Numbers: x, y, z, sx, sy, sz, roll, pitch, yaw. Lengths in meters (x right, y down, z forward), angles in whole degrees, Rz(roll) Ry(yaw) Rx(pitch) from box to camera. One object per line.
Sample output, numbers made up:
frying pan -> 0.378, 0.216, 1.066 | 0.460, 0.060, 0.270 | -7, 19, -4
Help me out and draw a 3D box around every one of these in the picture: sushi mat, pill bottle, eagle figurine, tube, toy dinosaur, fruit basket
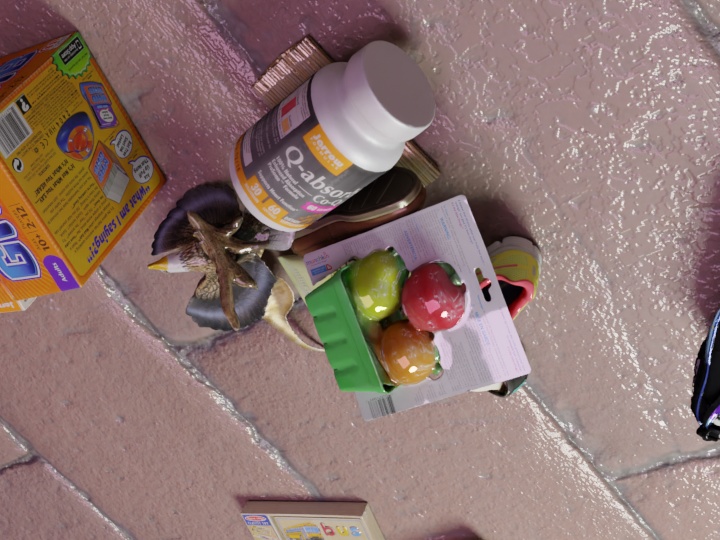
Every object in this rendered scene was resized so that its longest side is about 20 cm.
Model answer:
sushi mat -> -0.016, -0.146, 1.227 | 0.200, 0.012, 0.096 | 44, 133, -13
pill bottle -> -0.028, -0.129, 1.158 | 0.116, 0.117, 0.200 | 45, 131, -15
eagle figurine -> -0.159, -0.017, 1.293 | 0.150, 0.153, 0.200 | 20, 173, -5
tube -> 0.000, 0.000, 1.317 | 0.199, 0.052, 0.059 | -11, 77, 37
toy dinosaur -> -0.117, 0.038, 1.394 | 0.100, 0.058, 0.201 | -6, 124, 27
fruit basket -> 0.054, 0.040, 1.192 | 0.199, 0.094, 0.187 | -21, 93, 24

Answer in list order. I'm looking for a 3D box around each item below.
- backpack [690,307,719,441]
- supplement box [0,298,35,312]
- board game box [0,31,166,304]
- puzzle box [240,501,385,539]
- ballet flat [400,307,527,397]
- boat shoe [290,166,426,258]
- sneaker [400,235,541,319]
backpack -> 0.413, 0.068, 1.120 | 0.181, 0.135, 0.201 | 10, 131, 17
supplement box -> -0.493, -0.043, 1.490 | 0.125, 0.074, 0.201 | -6, 124, 30
board game box -> -0.376, -0.104, 1.298 | 0.199, 0.200, 0.201 | -11, 122, 31
puzzle box -> -0.058, 0.378, 1.669 | 0.199, 0.025, 0.134 | -6, 124, 28
ballet flat -> 0.090, 0.089, 1.332 | 0.199, 0.069, 0.068 | 18, 134, 11
boat shoe -> 0.001, -0.054, 1.246 | 0.199, 0.072, 0.068 | -10, 128, 46
sneaker -> 0.106, 0.048, 1.236 | 0.078, 0.090, 0.200 | 40, 110, -19
